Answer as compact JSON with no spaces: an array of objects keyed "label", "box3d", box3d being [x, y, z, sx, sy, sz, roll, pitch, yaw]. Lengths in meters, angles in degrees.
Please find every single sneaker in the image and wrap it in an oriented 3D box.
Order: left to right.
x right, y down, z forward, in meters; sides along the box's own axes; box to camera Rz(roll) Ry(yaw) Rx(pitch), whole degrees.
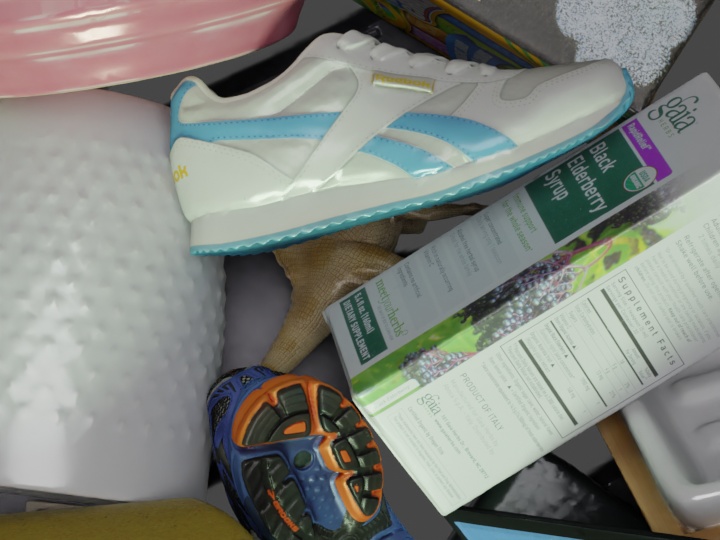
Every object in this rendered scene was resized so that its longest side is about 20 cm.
[{"label":"sneaker","box3d":[-0.013,0.119,1.007,0.075,0.078,0.201,-26,119,-16]},{"label":"sneaker","box3d":[0.016,-0.065,0.970,0.199,0.077,0.081,-14,87,1]}]

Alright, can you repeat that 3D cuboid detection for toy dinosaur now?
[{"label":"toy dinosaur","box3d":[0.000,0.000,1.071,0.101,0.058,0.201,23,61,-2]}]

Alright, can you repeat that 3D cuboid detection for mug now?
[{"label":"mug","box3d":[-0.151,0.008,1.008,0.199,0.147,0.176,13,80,-40]}]

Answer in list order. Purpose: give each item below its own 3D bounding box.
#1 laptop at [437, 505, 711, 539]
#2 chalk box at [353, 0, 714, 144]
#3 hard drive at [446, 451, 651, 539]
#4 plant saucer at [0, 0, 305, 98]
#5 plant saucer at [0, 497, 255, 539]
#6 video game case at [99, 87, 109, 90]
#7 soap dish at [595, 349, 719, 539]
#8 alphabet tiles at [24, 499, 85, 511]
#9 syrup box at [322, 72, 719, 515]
[{"label":"laptop","box3d":[0.115,0.209,0.961,0.103,0.177,0.201,10,84,-39]},{"label":"chalk box","box3d":[0.068,-0.162,1.060,0.200,0.124,0.125,32,86,1]},{"label":"hard drive","box3d":[0.078,0.197,1.076,0.139,0.033,0.200,34,85,1]},{"label":"plant saucer","box3d":[-0.107,-0.116,1.006,0.199,0.201,0.051,-10,103,-3]},{"label":"plant saucer","box3d":[-0.128,0.160,0.997,0.199,0.200,0.049,-6,52,2]},{"label":"video game case","box3d":[-0.247,-0.079,1.089,0.182,0.022,0.200,41,85,1]},{"label":"soap dish","box3d":[0.182,0.063,1.019,0.157,0.200,0.082,-15,120,-4]},{"label":"alphabet tiles","box3d":[-0.134,0.194,1.078,0.199,0.008,0.168,7,87,-2]},{"label":"syrup box","box3d":[0.092,0.009,0.984,0.200,0.079,0.082,-33,121,7]}]
